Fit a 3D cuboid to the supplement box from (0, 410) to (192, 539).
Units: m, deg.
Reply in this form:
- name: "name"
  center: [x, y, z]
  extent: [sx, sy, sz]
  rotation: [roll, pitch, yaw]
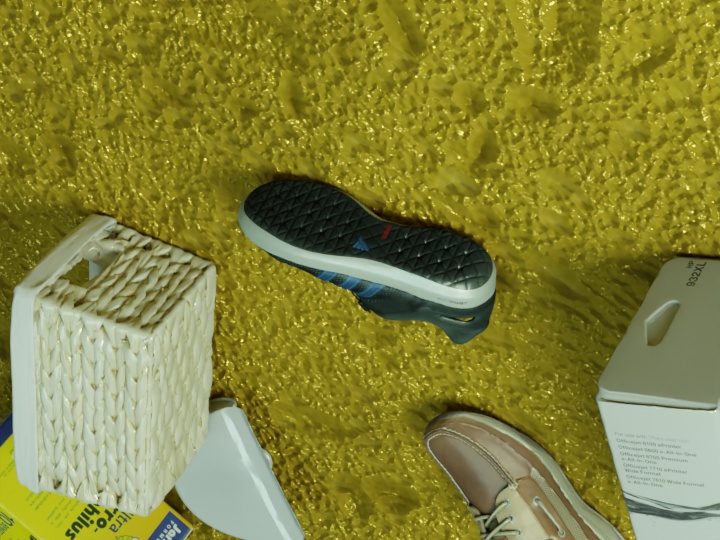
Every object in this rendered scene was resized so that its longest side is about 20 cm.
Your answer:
- name: "supplement box"
  center: [-0.276, 0.226, 1.626]
  extent: [0.200, 0.110, 0.109]
  rotation: [41, 147, -4]

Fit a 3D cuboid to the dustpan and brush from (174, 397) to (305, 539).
- name: "dustpan and brush"
  center: [-0.136, 0.180, 1.544]
  extent: [0.199, 0.057, 0.140]
  rotation: [-16, 106, 36]

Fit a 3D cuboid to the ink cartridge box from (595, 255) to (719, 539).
- name: "ink cartridge box"
  center: [0.233, 0.113, 1.133]
  extent: [0.083, 0.145, 0.201]
  rotation: [4, 130, 32]

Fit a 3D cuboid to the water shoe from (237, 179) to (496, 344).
- name: "water shoe"
  center: [0.000, 0.000, 1.252]
  extent: [0.199, 0.072, 0.079]
  rotation: [20, 139, 20]

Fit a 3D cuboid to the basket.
- name: "basket"
  center: [-0.194, 0.080, 1.401]
  extent: [0.123, 0.136, 0.201]
  rotation: [16, 124, 14]

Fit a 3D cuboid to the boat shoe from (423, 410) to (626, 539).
- name: "boat shoe"
  center: [0.124, 0.188, 1.338]
  extent: [0.200, 0.072, 0.076]
  rotation: [41, 140, -5]
